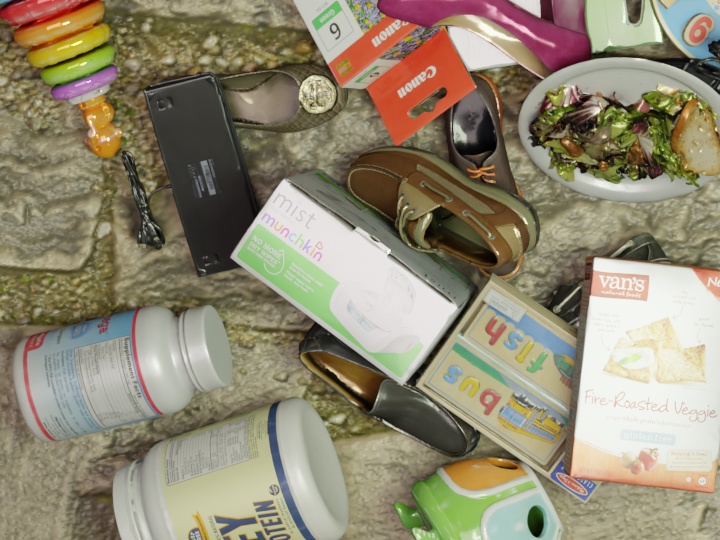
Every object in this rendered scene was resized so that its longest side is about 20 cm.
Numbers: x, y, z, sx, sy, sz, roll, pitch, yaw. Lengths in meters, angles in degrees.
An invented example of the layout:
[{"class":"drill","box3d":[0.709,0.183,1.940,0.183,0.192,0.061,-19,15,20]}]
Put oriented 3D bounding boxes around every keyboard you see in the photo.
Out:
[{"class":"keyboard","box3d":[-0.172,-0.088,1.788,0.126,0.021,0.201,-13,109,5]}]

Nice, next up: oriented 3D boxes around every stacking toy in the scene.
[{"class":"stacking toy","box3d":[-0.278,-0.205,1.786,0.115,0.110,0.201,-14,105,26]}]

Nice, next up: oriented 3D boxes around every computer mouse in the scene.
[{"class":"computer mouse","box3d":[0.292,-0.158,1.684,0.199,0.053,0.138,-16,137,33]}]

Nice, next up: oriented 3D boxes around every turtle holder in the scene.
[{"class":"turtle holder","box3d":[0.129,0.265,1.743,0.131,0.141,0.186,-30,82,-5]}]

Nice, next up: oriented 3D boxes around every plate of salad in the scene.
[{"class":"plate of salad","box3d":[0.242,-0.118,1.667,0.198,0.201,0.048,5,55,9]}]

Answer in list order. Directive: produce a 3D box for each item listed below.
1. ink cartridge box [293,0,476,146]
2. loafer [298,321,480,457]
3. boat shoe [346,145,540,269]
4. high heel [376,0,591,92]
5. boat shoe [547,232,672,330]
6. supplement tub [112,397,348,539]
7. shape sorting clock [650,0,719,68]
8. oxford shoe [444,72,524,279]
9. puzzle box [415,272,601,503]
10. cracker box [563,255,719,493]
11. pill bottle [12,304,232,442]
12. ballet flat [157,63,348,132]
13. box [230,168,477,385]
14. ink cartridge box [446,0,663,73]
[{"class":"ink cartridge box","box3d":[0.015,-0.229,1.715,0.109,0.050,0.201,-35,75,28]},{"class":"loafer","box3d":[0.024,0.122,1.769,0.199,0.072,0.073,33,123,8]},{"class":"boat shoe","box3d":[0.068,-0.056,1.700,0.199,0.074,0.076,21,133,29]},{"class":"high heel","box3d":[0.112,-0.208,1.651,0.198,0.067,0.097,0,89,-16]},{"class":"boat shoe","box3d":[0.214,0.043,1.744,0.200,0.071,0.064,-40,56,20]},{"class":"supplement tub","box3d":[-0.125,0.219,1.777,0.199,0.145,0.146,-19,93,12]},{"class":"shape sorting clock","box3d":[0.358,-0.275,1.662,0.198,0.039,0.202,-1,93,-10]},{"class":"oxford shoe","box3d":[0.112,-0.087,1.737,0.071,0.073,0.201,-12,94,11]},{"class":"puzzle box","box3d":[0.167,0.111,1.712,0.199,0.025,0.133,34,111,0]},{"class":"cracker box","box3d":[0.261,0.093,1.650,0.133,0.058,0.202,6,90,-1]},{"class":"pill bottle","box3d":[-0.233,0.096,1.801,0.199,0.109,0.110,-14,94,11]},{"class":"ballet flat","box3d":[-0.112,-0.168,1.780,0.198,0.046,0.068,1,95,10]},{"class":"box","box3d":[0.000,0.000,1.715,0.200,0.176,0.097,37,101,3]},{"class":"ink cartridge box","box3d":[0.179,-0.249,1.714,0.198,0.059,0.105,-7,95,10]}]
